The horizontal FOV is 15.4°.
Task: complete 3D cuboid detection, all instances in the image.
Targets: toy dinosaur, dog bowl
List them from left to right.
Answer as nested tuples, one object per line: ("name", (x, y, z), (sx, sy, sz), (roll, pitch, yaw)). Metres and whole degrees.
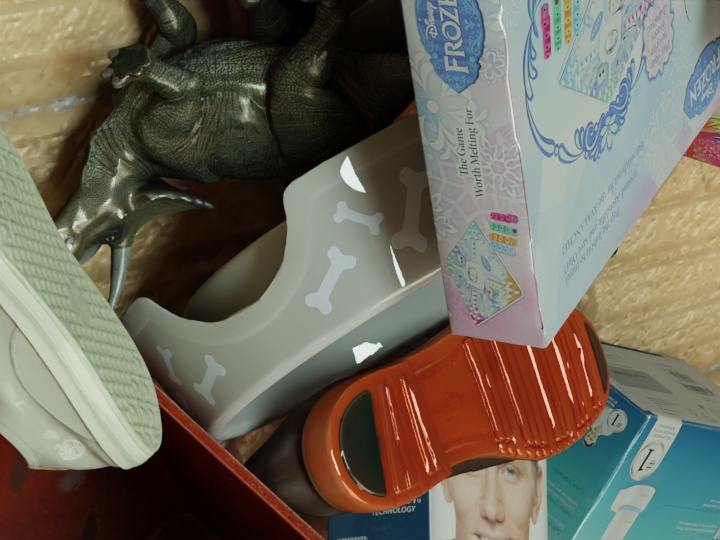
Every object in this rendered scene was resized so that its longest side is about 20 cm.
("toy dinosaur", (-0.039, -0.068, 1.013), (0.199, 0.077, 0.102), (-19, 137, 3))
("dog bowl", (0.000, 0.000, 1.069), (0.200, 0.059, 0.200), (-30, 172, -5))

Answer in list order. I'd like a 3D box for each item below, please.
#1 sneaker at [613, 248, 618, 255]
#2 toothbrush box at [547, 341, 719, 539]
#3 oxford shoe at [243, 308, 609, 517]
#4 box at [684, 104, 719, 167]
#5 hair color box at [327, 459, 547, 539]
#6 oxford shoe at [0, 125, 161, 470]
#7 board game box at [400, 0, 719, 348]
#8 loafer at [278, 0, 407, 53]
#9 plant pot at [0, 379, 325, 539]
("sneaker", (0.093, -0.077, 1.177), (0.087, 0.074, 0.200), (-61, 155, -21))
("toothbrush box", (0.109, 0.142, 1.369), (0.146, 0.085, 0.200), (11, 112, -52))
("oxford shoe", (0.031, 0.057, 1.137), (0.200, 0.072, 0.071), (-13, 87, -46))
("box", (0.194, -0.133, 1.159), (0.200, 0.099, 0.096), (-49, 150, -41))
("hair color box", (0.036, 0.131, 1.211), (0.100, 0.060, 0.201), (16, 69, -52))
("oxford shoe", (-0.139, -0.001, 0.967), (0.058, 0.075, 0.200), (-19, 120, 15))
("board game box", (0.078, -0.110, 0.965), (0.200, 0.043, 0.200), (-50, 138, -47))
("loafer", (0.030, -0.151, 1.038), (0.067, 0.076, 0.200), (14, 107, -54))
("plant pot", (-0.101, 0.162, 1.089), (0.200, 0.200, 0.176), (-48, 155, -3))
